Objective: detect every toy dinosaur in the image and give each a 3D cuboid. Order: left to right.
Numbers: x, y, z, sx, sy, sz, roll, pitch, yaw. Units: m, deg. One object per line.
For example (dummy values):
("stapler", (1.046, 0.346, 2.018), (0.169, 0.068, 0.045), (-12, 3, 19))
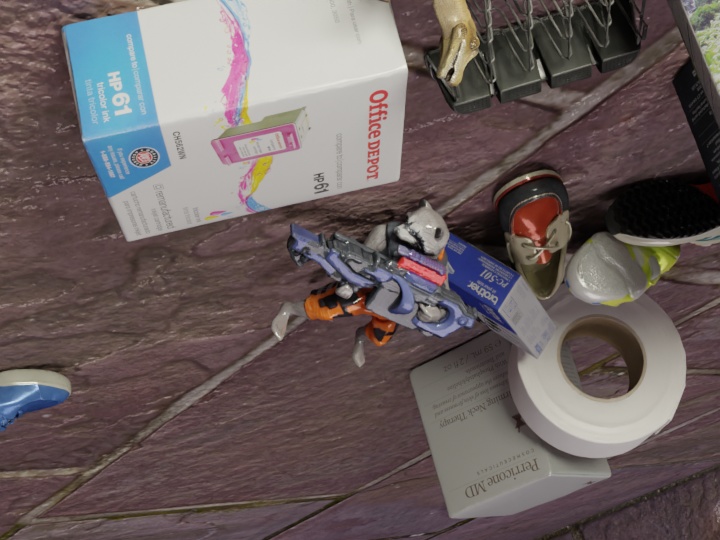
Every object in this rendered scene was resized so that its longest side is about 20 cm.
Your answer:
("toy dinosaur", (0.055, -0.205, 0.596), (0.100, 0.058, 0.202), (10, 115, -24))

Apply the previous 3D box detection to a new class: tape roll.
("tape roll", (0.276, 0.114, 1.318), (0.200, 0.204, 0.071), (-12, 158, -8))

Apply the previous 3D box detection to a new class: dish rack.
("dish rack", (0.114, -0.178, 0.716), (0.152, 0.055, 0.200), (-17, 156, 1))

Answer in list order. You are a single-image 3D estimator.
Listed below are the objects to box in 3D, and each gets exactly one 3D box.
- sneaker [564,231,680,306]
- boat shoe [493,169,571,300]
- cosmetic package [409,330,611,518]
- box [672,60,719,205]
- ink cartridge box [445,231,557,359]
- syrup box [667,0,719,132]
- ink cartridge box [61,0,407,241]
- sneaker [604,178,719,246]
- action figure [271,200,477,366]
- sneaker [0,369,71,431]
("sneaker", (0.252, 0.007, 1.170), (0.199, 0.076, 0.105), (-16, 166, -45))
("boat shoe", (0.170, -0.033, 1.086), (0.070, 0.063, 0.200), (-14, 157, 3))
("cosmetic package", (0.196, 0.201, 1.476), (0.167, 0.202, 0.166), (-30, 154, 31))
("box", (0.383, -0.102, 0.878), (0.198, 0.199, 0.124), (-6, 157, -20))
("ink cartridge box", (0.138, 0.029, 1.161), (0.044, 0.094, 0.200), (-55, 154, -4))
("syrup box", (0.243, -0.141, 0.685), (0.078, 0.202, 0.081), (-20, 157, 15))
("ink cartridge box", (-0.073, -0.104, 0.723), (0.198, 0.085, 0.145), (-14, 158, -6))
("sneaker", (0.336, -0.048, 1.144), (0.198, 0.071, 0.094), (-13, 152, -13))
("action figure", (0.000, 0.000, 1.038), (0.199, 0.105, 0.193), (32, 127, -27))
("sneaker", (-0.387, 0.169, 1.133), (0.198, 0.112, 0.077), (-7, 157, -21))
